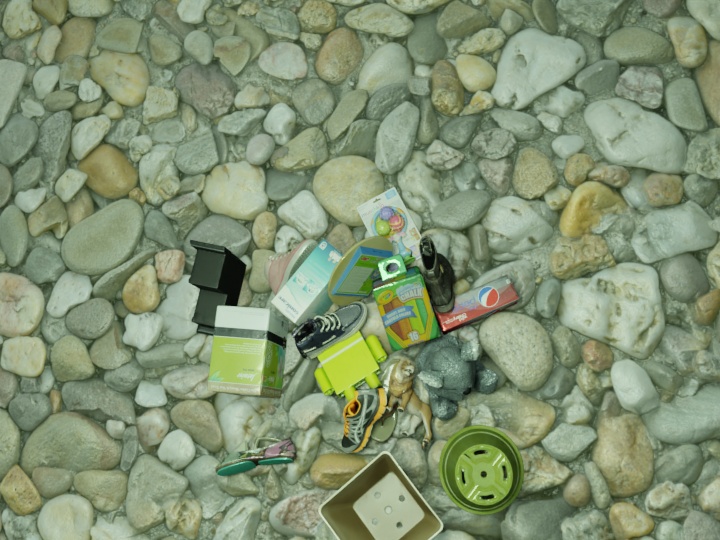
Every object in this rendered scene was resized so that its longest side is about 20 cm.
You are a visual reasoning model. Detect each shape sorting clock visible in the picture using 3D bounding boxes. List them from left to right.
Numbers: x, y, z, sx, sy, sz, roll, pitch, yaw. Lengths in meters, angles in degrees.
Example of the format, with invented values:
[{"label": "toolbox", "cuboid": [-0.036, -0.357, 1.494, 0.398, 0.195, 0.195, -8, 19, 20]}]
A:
[{"label": "shape sorting clock", "cuboid": [0.000, 0.000, 1.674, 0.200, 0.200, 0.039, -41, 60, -3]}]

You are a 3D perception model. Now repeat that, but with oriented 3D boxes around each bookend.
[{"label": "bookend", "cuboid": [-0.369, 0.052, 1.713, 0.091, 0.199, 0.203, 10, 80, 8]}]

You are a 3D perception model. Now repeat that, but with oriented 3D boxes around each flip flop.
[{"label": "flip flop", "cuboid": [0.064, 0.308, 1.668, 0.080, 0.058, 0.202, 20, 81, 12]}]

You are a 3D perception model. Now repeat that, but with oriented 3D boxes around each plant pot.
[{"label": "plant pot", "cuboid": [0.052, 0.543, 1.556, 0.199, 0.177, 0.201, -39, 75, -2]}, {"label": "plant pot", "cuboid": [0.269, 0.444, 1.541, 0.197, 0.190, 0.203, -2, 77, 8]}]

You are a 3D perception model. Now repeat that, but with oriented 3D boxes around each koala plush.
[{"label": "koala plush", "cuboid": [0.205, 0.226, 1.592, 0.176, 0.200, 0.185, -33, 75, 0]}]

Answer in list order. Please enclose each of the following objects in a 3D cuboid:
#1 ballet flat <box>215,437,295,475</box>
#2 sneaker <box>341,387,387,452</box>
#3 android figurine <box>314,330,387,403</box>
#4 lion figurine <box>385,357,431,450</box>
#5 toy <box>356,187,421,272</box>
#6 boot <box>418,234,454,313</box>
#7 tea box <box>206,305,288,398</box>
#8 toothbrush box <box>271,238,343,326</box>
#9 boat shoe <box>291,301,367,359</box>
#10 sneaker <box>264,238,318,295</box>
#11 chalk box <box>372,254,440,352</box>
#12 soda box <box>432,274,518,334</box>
[{"label": "ballet flat", "cuboid": [-0.254, 0.444, 1.686, 0.197, 0.069, 0.072, -12, 58, 1]}, {"label": "sneaker", "cuboid": [-0.009, 0.344, 1.623, 0.076, 0.079, 0.202, 13, 120, -21]}, {"label": "android figurine", "cuboid": [-0.029, 0.223, 1.694, 0.181, 0.041, 0.201, -33, 60, 0]}, {"label": "lion figurine", "cuboid": [0.121, 0.312, 1.637, 0.072, 0.201, 0.123, -11, 32, 33]}, {"label": "toy", "cuboid": [0.080, -0.108, 1.761, 0.114, 0.047, 0.202, -27, 76, 0]}, {"label": "boot", "cuboid": [0.175, -0.017, 1.636, 0.068, 0.175, 0.202, -16, 43, 9]}, {"label": "tea box", "cuboid": [-0.264, 0.199, 1.665, 0.131, 0.200, 0.200, 4, 79, 8]}, {"label": "toothbrush box", "cuboid": [-0.109, 0.041, 1.705, 0.085, 0.146, 0.201, 37, 86, 16]}, {"label": "boat shoe", "cuboid": [-0.074, 0.134, 1.672, 0.199, 0.093, 0.075, -38, 61, -2]}, {"label": "sneaker", "cuboid": [-0.181, -0.026, 1.731, 0.105, 0.075, 0.201, 51, 130, 24]}, {"label": "chalk box", "cuboid": [0.100, 0.067, 1.648, 0.123, 0.124, 0.203, -19, 99, 4]}, {"label": "soda box", "cuboid": [0.277, 0.083, 1.683, 0.198, 0.063, 0.071, -23, 75, 3]}]
